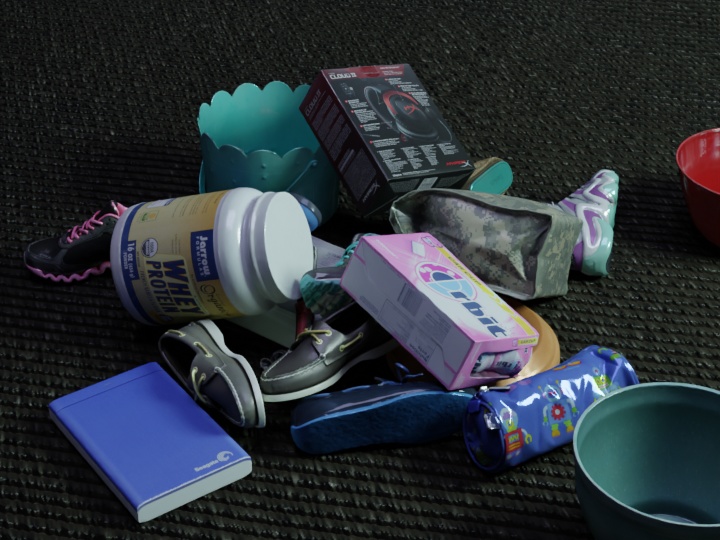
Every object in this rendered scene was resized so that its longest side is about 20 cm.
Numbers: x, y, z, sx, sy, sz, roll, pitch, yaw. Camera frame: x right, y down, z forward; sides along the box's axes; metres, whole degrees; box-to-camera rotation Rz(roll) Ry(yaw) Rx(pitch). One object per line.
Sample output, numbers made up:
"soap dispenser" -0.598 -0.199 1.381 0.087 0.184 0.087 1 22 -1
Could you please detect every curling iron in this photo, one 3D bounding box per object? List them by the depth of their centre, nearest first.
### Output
"curling iron" -0.073 0.049 1.635 0.049 0.026 0.201 7 53 9

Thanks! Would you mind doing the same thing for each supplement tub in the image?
"supplement tub" -0.168 -0.017 1.637 0.199 0.145 0.145 -7 29 23

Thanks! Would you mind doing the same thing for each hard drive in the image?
"hard drive" -0.221 0.173 1.496 0.131 0.026 0.200 -21 38 -29

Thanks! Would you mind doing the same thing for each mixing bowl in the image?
"mixing bowl" 0.494 -0.090 1.825 0.199 0.109 0.201 1 32 0

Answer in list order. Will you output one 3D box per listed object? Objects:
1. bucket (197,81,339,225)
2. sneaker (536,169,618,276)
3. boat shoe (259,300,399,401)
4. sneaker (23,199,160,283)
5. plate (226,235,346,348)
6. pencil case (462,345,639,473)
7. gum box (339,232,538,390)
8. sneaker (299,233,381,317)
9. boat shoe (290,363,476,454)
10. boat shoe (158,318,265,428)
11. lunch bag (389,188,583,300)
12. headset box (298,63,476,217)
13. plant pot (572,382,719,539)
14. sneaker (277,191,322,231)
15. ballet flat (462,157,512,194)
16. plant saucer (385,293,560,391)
"bucket" -0.117 -0.145 1.884 0.206 0.136 0.208 0 32 0
"sneaker" 0.254 -0.073 1.827 0.139 0.078 0.200 7 33 9
"boat shoe" -0.037 0.081 1.554 0.071 0.061 0.201 8 26 42
"sneaker" -0.317 -0.044 1.766 0.199 0.096 0.079 -7 35 -5
"plate" -0.065 0.018 1.730 0.199 0.032 0.200 21 39 30
"pencil case" 0.196 0.140 1.495 0.199 0.087 0.078 -18 5 -27
"gum box" 0.087 0.043 1.537 0.113 0.066 0.200 -4 39 -47
"sneaker" 0.000 0.000 1.663 0.199 0.078 0.092 -1 60 -46
"boat shoe" 0.024 0.136 1.502 0.199 0.085 0.069 -3 35 -8
"boat shoe" -0.159 0.115 1.544 0.060 0.073 0.202 -11 28 -23
"lunch bag" 0.142 -0.036 1.694 0.199 0.118 0.164 16 6 20
"headset box" 0.028 -0.173 1.789 0.148 0.075 0.201 -11 60 -39
"plant pot" 0.291 0.217 1.329 0.199 0.135 0.201 0 32 0
"sneaker" -0.135 -0.047 1.770 0.199 0.066 0.079 -3 43 37
"ballet flat" 0.122 -0.089 1.881 0.065 0.071 0.200 -6 17 46
"plant saucer" 0.127 0.081 1.629 0.199 0.038 0.201 0 32 0
